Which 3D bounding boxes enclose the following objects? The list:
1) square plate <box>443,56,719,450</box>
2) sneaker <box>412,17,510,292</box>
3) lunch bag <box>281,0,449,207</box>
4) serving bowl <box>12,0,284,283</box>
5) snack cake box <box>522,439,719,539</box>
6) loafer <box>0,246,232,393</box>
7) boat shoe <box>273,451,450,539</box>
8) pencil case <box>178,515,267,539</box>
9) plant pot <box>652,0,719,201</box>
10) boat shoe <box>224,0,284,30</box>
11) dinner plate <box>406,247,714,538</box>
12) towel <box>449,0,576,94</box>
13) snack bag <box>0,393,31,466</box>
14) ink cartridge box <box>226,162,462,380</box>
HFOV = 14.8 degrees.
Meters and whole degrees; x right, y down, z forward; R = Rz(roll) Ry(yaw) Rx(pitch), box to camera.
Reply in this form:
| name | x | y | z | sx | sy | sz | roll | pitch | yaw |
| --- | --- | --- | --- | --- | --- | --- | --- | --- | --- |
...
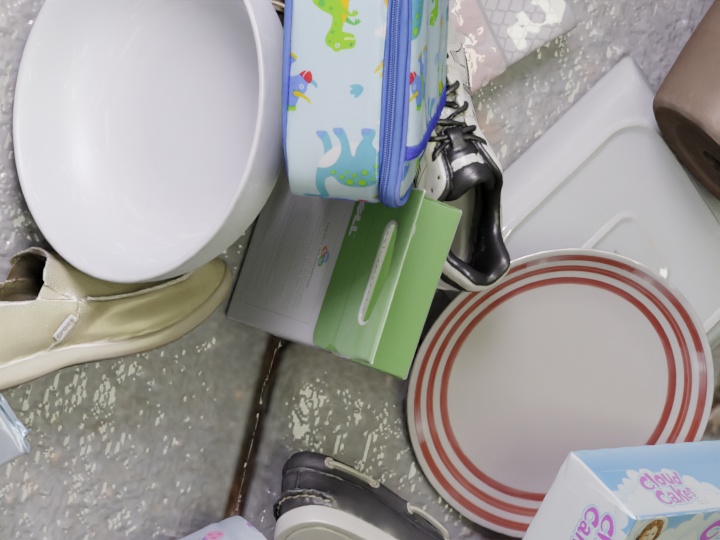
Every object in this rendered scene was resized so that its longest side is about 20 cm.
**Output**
| name | x | y | z | sx | sy | sz | roll | pitch | yaw |
| --- | --- | --- | --- | --- | --- | --- | --- | --- | --- |
| square plate | 0.163 | 0.000 | 1.785 | 0.198 | 0.028 | 0.200 | -43 | 112 | -17 |
| sneaker | 0.052 | -0.082 | 1.657 | 0.075 | 0.088 | 0.201 | -23 | 112 | -21 |
| lunch bag | 0.005 | -0.124 | 1.520 | 0.082 | 0.200 | 0.162 | 5 | 105 | 6 |
| serving bowl | -0.107 | -0.091 | 1.560 | 0.066 | 0.199 | 0.202 | 6 | 93 | -50 |
| snack cake box | 0.187 | 0.173 | 1.737 | 0.199 | 0.067 | 0.116 | -1 | 126 | -47 |
| loafer | -0.167 | 0.017 | 1.596 | 0.199 | 0.076 | 0.069 | -21 | 110 | -22 |
| boat shoe | 0.023 | 0.174 | 1.717 | 0.199 | 0.074 | 0.061 | 29 | 45 | -33 |
| pencil case | -0.134 | 0.220 | 1.632 | 0.199 | 0.083 | 0.091 | -21 | 119 | -23 |
| plant pot | 0.281 | -0.125 | 1.746 | 0.175 | 0.200 | 0.200 | -43 | 112 | -7 |
| boat shoe | -0.049 | -0.144 | 1.613 | 0.074 | 0.073 | 0.202 | 9 | 104 | -8 |
| dinner plate | 0.126 | 0.077 | 1.751 | 0.198 | 0.024 | 0.202 | -3 | 112 | -7 |
| towel | 0.022 | -0.191 | 1.692 | 0.190 | 0.032 | 0.201 | -31 | 108 | -20 |
| snack bag | -0.310 | 0.067 | 1.533 | 0.199 | 0.021 | 0.189 | -29 | 107 | -2 |
| ink cartridge box | 0.000 | 0.000 | 1.607 | 0.059 | 0.200 | 0.105 | 20 | 88 | -27 |
